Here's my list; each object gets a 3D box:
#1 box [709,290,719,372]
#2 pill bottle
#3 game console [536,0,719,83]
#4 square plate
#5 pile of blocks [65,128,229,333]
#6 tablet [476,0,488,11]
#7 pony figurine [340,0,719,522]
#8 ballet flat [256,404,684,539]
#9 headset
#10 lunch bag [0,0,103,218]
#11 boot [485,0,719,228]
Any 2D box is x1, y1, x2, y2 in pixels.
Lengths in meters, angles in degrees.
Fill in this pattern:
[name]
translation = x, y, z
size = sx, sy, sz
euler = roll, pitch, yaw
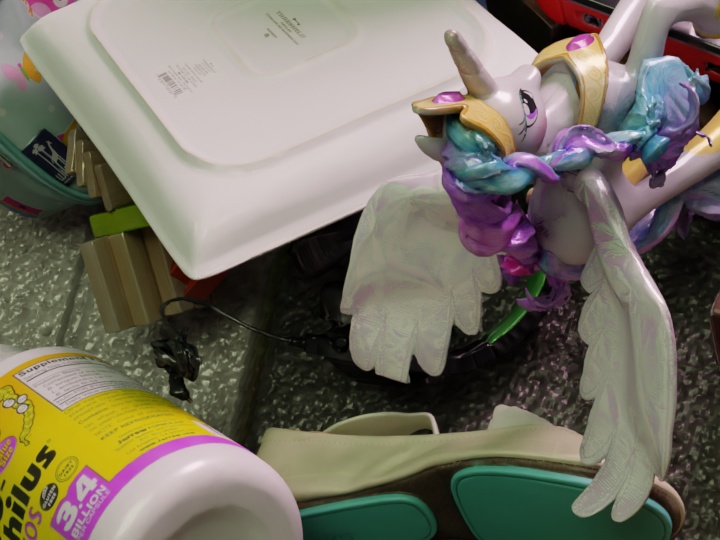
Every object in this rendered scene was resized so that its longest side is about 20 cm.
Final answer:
[box]
translation = 0.254, 0.020, 0.692
size = 0.198, 0.075, 0.101
euler = 17, 67, 25
[pill bottle]
translation = -0.120, 0.097, 0.743
size = 0.104, 0.104, 0.199
euler = -51, 40, -14
[game console]
translation = 0.193, -0.156, 0.771
size = 0.199, 0.031, 0.177
euler = 25, 65, 23
[square plate]
translation = -0.033, -0.099, 0.767
size = 0.197, 0.029, 0.200
euler = -24, 48, -18
[pile of blocks]
translation = -0.092, -0.070, 0.823
size = 0.062, 0.082, 0.202
euler = -11, 74, 44
[tablet]
translation = 0.062, -0.162, 0.864
size = 0.199, 0.014, 0.131
euler = 29, 69, 10
[pony figurine]
translation = 0.083, -0.028, 0.671
size = 0.166, 0.195, 0.199
euler = 23, 38, 34
[ballet flat]
translation = 0.042, 0.088, 0.735
size = 0.198, 0.070, 0.070
euler = -4, 59, 17
[headset]
translation = 0.000, 0.000, 0.756
size = 0.198, 0.094, 0.124
euler = -23, 94, -5
[lunch bag]
translation = -0.162, -0.138, 0.871
size = 0.077, 0.160, 0.201
euler = -5, 51, 49
[boot]
translation = 0.189, -0.136, 0.817
size = 0.199, 0.064, 0.187
euler = -37, 72, -18
